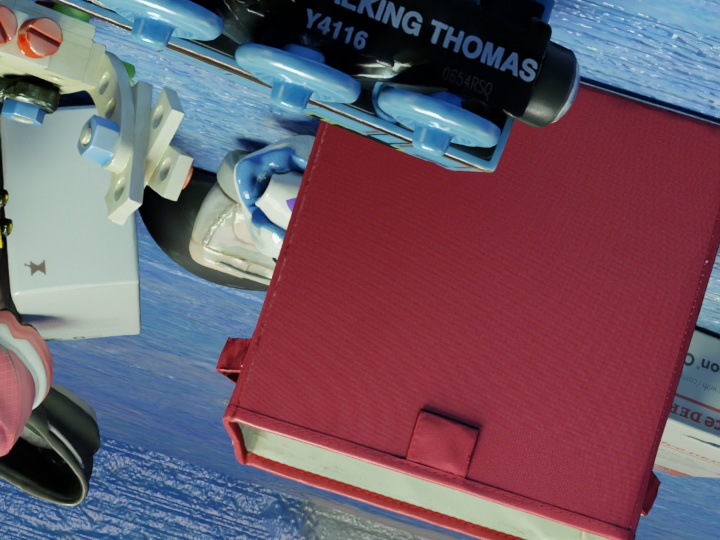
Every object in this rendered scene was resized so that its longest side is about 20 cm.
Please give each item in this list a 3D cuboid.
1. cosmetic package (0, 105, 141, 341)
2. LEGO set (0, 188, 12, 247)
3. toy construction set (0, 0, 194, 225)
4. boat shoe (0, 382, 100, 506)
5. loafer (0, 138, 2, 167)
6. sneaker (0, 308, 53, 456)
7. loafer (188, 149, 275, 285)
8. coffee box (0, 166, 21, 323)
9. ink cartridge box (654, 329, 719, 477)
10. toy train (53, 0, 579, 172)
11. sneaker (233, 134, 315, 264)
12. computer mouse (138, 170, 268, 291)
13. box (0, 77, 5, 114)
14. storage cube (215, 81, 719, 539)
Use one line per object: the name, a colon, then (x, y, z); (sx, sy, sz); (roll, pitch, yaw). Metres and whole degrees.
cosmetic package: (-0.162, -0.023, 1.438); (0.071, 0.102, 0.200); (-4, 172, -5)
LEGO set: (-0.284, -0.016, 1.250); (0.199, 0.116, 0.154); (17, 140, 3)
toy construction set: (-0.158, -0.102, 1.121); (0.200, 0.093, 0.131); (35, 163, -24)
boat shoe: (-0.222, 0.078, 1.479); (0.067, 0.057, 0.200); (-27, 140, 26)
loafer: (-0.257, -0.056, 1.550); (0.199, 0.070, 0.075); (26, 167, -37)
sneaker: (-0.257, 0.033, 1.363); (0.199, 0.087, 0.074); (32, 128, -16)
loafer: (0.000, 0.000, 1.385); (0.199, 0.063, 0.072); (25, -160, -20)
coffee box: (-0.260, -0.010, 1.470); (0.113, 0.080, 0.201); (-3, 144, -1)
ink cartridge box: (0.185, 0.076, 1.511); (0.116, 0.068, 0.200); (20, 171, -15)
toy train: (-0.020, -0.097, 0.908); (0.199, 0.087, 0.114); (20, 175, -14)
sneaker: (0.017, -0.002, 1.235); (0.146, 0.081, 0.200); (17, -165, -40)
computer mouse: (-0.045, -0.009, 1.493); (0.199, 0.053, 0.139); (18, 171, 0)
box: (-0.279, -0.120, 1.302); (0.157, 0.051, 0.200); (15, 170, 10)
storage cube: (0.050, 0.016, 1.107); (0.199, 0.181, 0.171); (18, 170, 3)
